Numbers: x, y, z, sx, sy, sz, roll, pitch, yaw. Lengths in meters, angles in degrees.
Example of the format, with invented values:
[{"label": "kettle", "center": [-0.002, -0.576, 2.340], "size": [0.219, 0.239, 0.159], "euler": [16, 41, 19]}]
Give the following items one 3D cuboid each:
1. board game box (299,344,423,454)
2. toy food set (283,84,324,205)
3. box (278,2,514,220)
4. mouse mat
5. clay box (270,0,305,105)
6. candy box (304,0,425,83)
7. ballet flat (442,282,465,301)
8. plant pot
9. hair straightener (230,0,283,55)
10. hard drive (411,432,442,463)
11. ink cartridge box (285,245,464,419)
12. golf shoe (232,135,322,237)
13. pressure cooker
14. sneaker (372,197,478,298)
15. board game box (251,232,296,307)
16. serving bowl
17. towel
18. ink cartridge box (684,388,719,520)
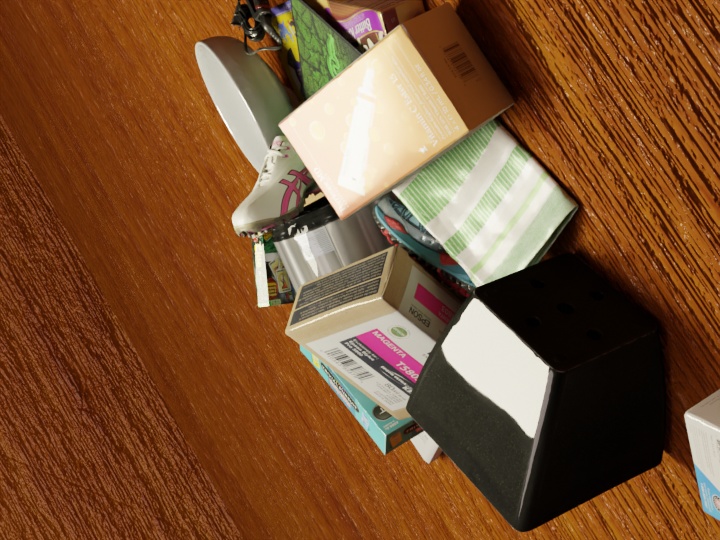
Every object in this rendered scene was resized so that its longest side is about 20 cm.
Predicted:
[{"label": "board game box", "center": [0.037, 0.123, 1.757], "size": [0.200, 0.151, 0.047], "euler": [48, 155, 32]}, {"label": "toy food set", "center": [-0.076, -0.164, 1.813], "size": [0.201, 0.049, 0.198], "euler": [64, 159, -2]}, {"label": "box", "center": [0.034, -0.160, 1.368], "size": [0.200, 0.097, 0.125], "euler": [-34, 91, 41]}, {"label": "mouse mat", "center": [-0.026, -0.209, 1.551], "size": [0.161, 0.008, 0.200], "euler": [46, 160, 31]}, {"label": "clay box", "center": [-0.047, -0.239, 1.655], "size": [0.115, 0.047, 0.201], "euler": [3, 118, 67]}, {"label": "candy box", "center": [0.009, -0.255, 1.495], "size": [0.200, 0.056, 0.117], "euler": [32, 144, 56]}, {"label": "ballet flat", "center": [0.122, 0.030, 1.582], "size": [0.200, 0.072, 0.072], "euler": [60, 160, -10]}, {"label": "plant pot", "center": [0.188, 0.104, 1.346], "size": [0.200, 0.199, 0.178], "euler": [46, 143, 36]}, {"label": "hair straightener", "center": [-0.131, -0.324, 1.657], "size": [0.077, 0.041, 0.200], "euler": [-66, 34, 38]}, {"label": "hard drive", "center": [0.085, 0.180, 1.889], "size": [0.132, 0.027, 0.200], "euler": [55, 159, 19]}, {"label": "ink cartridge box", "center": [0.043, 0.076, 1.516], "size": [0.200, 0.075, 0.164], "euler": [39, 141, -27]}, {"label": "golf shoe", "center": [-0.097, -0.110, 1.605], "size": [0.072, 0.200, 0.092], "euler": [-11, 112, 39]}, {"label": "pressure cooker", "center": [-0.002, 0.001, 1.661], "size": [0.201, 0.178, 0.176], "euler": [65, 156, -6]}, {"label": "sneaker", "center": [0.102, -0.037, 1.500], "size": [0.200, 0.096, 0.079], "euler": [35, 172, 33]}, {"label": "board game box", "center": [-0.065, -0.012, 1.752], "size": [0.023, 0.200, 0.105], "euler": [-9, 89, 38]}, {"label": "serving bowl", "center": [-0.133, -0.214, 1.708], "size": [0.200, 0.066, 0.200], "euler": [55, 168, 18]}, {"label": "towel", "center": [0.121, -0.078, 1.401], "size": [0.200, 0.023, 0.153], "euler": [51, 126, 28]}, {"label": "ink cartridge box", "center": [0.378, 0.187, 1.155], "size": [0.200, 0.068, 0.115], "euler": [29, 141, 56]}]
